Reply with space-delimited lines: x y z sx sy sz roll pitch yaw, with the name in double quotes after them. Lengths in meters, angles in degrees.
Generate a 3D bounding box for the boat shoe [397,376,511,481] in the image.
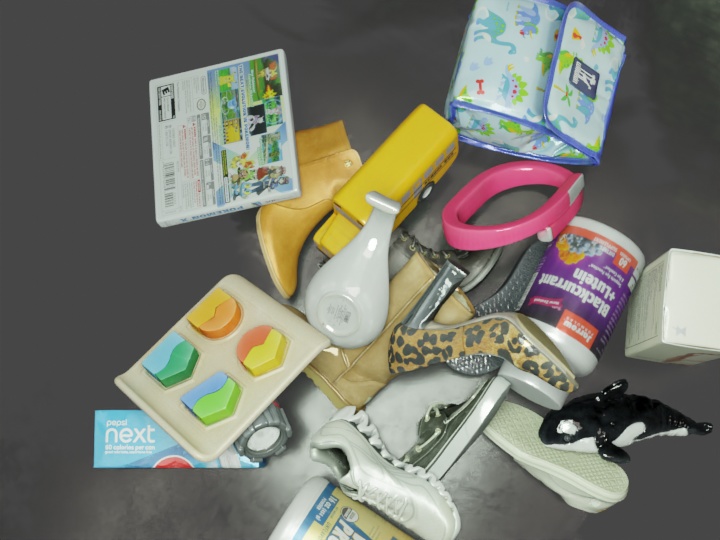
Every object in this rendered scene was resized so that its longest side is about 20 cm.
0.094 0.188 1.247 0.064 0.070 0.201 42 111 14 "boat shoe"

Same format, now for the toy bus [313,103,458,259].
0.030 -0.093 1.268 0.065 0.078 0.200 38 77 17 "toy bus"

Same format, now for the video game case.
-0.169 -0.164 1.331 0.179 0.022 0.203 -11 66 9 "video game case"

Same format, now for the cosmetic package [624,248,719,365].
0.360 0.046 1.219 0.086 0.200 0.105 8 83 4 "cosmetic package"

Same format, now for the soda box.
-0.212 0.200 1.290 0.196 0.064 0.069 -1 81 3 "soda box"

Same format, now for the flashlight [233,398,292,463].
-0.141 0.127 1.256 0.067 0.069 0.201 0 38 -31 "flashlight"

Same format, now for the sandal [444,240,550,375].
0.177 0.052 1.312 0.076 0.043 0.200 45 76 1 "sandal"

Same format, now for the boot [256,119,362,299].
-0.056 -0.078 1.320 0.141 0.071 0.205 -14 75 6 "boot"

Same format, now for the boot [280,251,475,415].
0.008 0.051 1.270 0.175 0.066 0.200 45 110 -3 "boot"

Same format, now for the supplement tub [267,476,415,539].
-0.009 0.342 1.218 0.198 0.145 0.146 32 84 7 "supplement tub"

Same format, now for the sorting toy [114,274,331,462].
-0.158 0.098 1.218 0.200 0.037 0.184 -42 48 -20 "sorting toy"

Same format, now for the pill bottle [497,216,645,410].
0.237 0.051 1.246 0.110 0.112 0.202 27 79 6 "pill bottle"

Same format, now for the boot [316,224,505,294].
0.065 -0.027 1.310 0.200 0.069 0.174 -45 83 -2 "boot"

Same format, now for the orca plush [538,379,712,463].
0.305 0.163 1.244 0.196 0.106 0.072 6 120 3 "orca plush"

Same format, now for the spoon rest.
0.000 0.000 1.206 0.098 0.061 0.202 26 120 6 "spoon rest"

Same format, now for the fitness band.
0.178 -0.076 1.263 0.142 0.200 0.038 4 120 35 "fitness band"

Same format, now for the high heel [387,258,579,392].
0.128 0.103 1.182 0.199 0.071 0.143 40 105 17 "high heel"

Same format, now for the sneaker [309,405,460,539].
0.024 0.242 1.221 0.199 0.081 0.076 38 122 20 "sneaker"

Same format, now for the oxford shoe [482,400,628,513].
0.216 0.220 1.269 0.198 0.058 0.075 30 43 17 "oxford shoe"

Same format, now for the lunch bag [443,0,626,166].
0.212 -0.230 1.308 0.197 0.128 0.173 17 76 -2 "lunch bag"
